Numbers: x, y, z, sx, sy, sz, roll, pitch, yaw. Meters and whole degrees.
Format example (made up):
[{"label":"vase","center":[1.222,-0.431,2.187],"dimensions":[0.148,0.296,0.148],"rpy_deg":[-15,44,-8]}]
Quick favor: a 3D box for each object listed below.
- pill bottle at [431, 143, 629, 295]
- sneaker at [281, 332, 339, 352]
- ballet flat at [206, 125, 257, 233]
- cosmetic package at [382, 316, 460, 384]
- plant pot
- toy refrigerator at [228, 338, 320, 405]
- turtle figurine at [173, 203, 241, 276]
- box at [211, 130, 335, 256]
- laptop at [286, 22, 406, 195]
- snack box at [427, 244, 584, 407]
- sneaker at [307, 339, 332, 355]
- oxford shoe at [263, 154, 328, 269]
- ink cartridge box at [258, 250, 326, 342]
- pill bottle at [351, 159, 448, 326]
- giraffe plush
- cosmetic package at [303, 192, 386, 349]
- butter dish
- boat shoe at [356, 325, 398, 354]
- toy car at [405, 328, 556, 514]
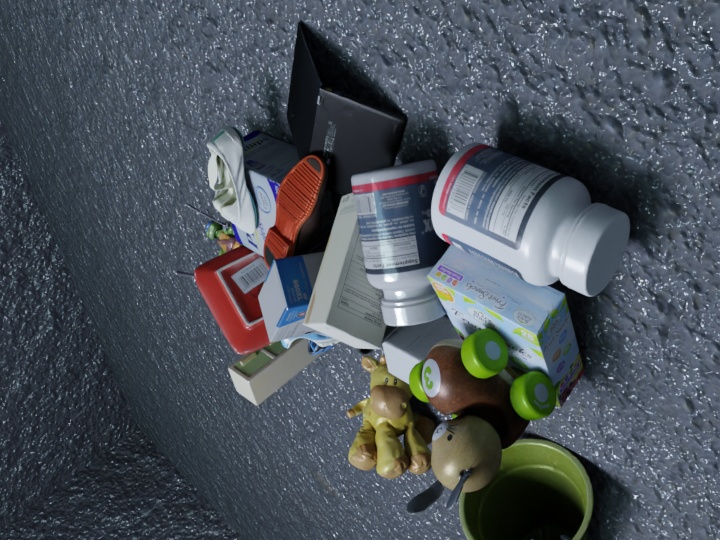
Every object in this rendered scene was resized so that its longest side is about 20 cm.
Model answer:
[{"label":"pill bottle","center":[0.187,-0.055,0.810],"dimensions":[0.198,0.119,0.122],"rpy_deg":[30,142,36]},{"label":"sneaker","center":[-0.047,0.103,1.258],"dimensions":[0.072,0.194,0.075],"rpy_deg":[-154,68,-68]},{"label":"ballet flat","center":[-0.214,-0.135,1.176],"dimensions":[0.069,0.069,0.204],"rpy_deg":[33,142,32]},{"label":"cosmetic package","center":[0.137,0.141,1.105],"dimensions":[0.198,0.101,0.073],"rpy_deg":[26,141,42]},{"label":"plant pot","center":[0.270,0.396,1.105],"dimensions":[0.198,0.201,0.192],"rpy_deg":[19,148,45]},{"label":"toy refrigerator","center":[-0.163,0.173,1.472],"dimensions":[0.075,0.199,0.071],"rpy_deg":[21,138,43]},{"label":"turtle figurine","center":[-0.254,-0.024,1.443],"dimensions":[0.190,0.147,0.200],"rpy_deg":[27,-173,11]},{"label":"box","center":[-0.143,-0.117,1.257],"dimensions":[0.198,0.104,0.188],"rpy_deg":[27,139,41]},{"label":"laptop","center":[-0.030,-0.225,1.083],"dimensions":[0.195,0.118,0.189],"rpy_deg":[20,144,2]},{"label":"snack box","center":[0.189,0.069,0.931],"dimensions":[0.167,0.068,0.201],"rpy_deg":[30,162,38]},{"label":"sneaker","center":[-0.082,0.079,1.388],"dimensions":[0.065,0.078,0.204],"rpy_deg":[32,141,37]},{"label":"oxford shoe","center":[-0.088,-0.090,1.121],"dimensions":[0.071,0.072,0.203],"rpy_deg":[46,126,26]},{"label":"ink cartridge box","center":[-0.050,0.033,1.157],"dimensions":[0.145,0.195,0.086],"rpy_deg":[124,131,-59]},{"label":"pill bottle","center":[0.059,-0.037,0.977],"dimensions":[0.118,0.117,0.206],"rpy_deg":[2,104,54]},{"label":"giraffe plush","center":[0.059,0.241,1.299],"dimensions":[0.202,0.167,0.166],"rpy_deg":[-107,19,-52]},{"label":"cosmetic package","center":[0.000,0.000,1.051],"dimensions":[0.104,0.205,0.070],"rpy_deg":[27,162,-28]},{"label":"butter dish","center":[-0.180,0.061,1.346],"dimensions":[0.201,0.197,0.149],"rpy_deg":[55,158,23]},{"label":"boat shoe","center":[0.058,0.052,1.092],"dimensions":[0.200,0.068,0.058],"rpy_deg":[-44,42,28]},{"label":"toy car","center":[0.117,0.201,0.887],"dimensions":[0.157,0.202,0.164],"rpy_deg":[39,147,-8]}]
